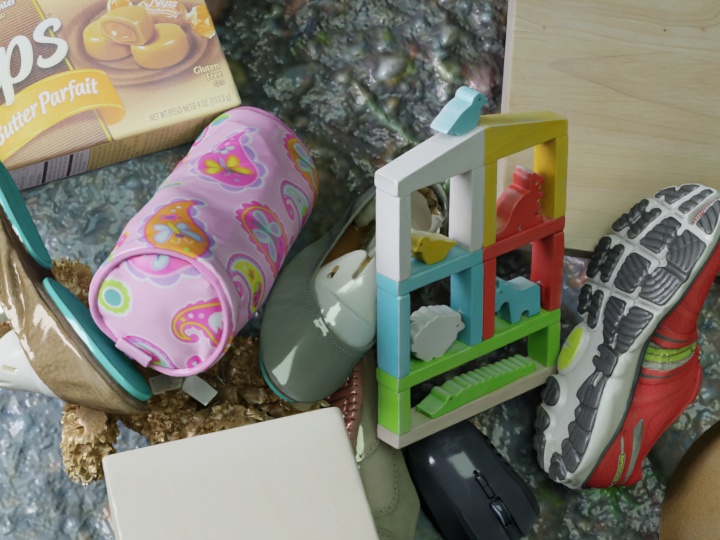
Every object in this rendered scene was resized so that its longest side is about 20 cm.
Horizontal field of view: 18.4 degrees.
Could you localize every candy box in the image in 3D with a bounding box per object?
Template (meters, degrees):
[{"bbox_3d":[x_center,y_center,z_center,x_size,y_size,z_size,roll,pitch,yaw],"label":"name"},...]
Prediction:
[{"bbox_3d":[-0.184,-0.117,1.325,0.200,0.055,0.116,-17,79,-14],"label":"candy box"}]

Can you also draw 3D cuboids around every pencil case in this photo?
[{"bbox_3d":[-0.084,-0.018,1.247,0.087,0.087,0.200,28,29,-2],"label":"pencil case"}]

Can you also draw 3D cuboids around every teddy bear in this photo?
[{"bbox_3d":[-0.116,0.063,1.270,0.200,0.067,0.145,6,62,1],"label":"teddy bear"}]

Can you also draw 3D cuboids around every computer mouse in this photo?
[{"bbox_3d":[0.098,0.166,1.311,0.059,0.034,0.200,-39,85,-18],"label":"computer mouse"}]

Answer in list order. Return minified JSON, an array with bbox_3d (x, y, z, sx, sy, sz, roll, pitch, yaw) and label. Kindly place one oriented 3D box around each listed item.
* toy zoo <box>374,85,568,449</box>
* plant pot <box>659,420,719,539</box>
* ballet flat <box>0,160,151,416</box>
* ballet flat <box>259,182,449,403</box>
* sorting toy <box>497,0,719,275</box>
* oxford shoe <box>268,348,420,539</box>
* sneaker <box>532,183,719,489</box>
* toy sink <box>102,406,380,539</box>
[{"bbox_3d":[0.063,-0.009,1.256,0.131,0.020,0.200,-21,123,-35],"label":"toy zoo"},{"bbox_3d":[0.287,0.145,1.265,0.186,0.200,0.187,2,75,-9],"label":"plant pot"},{"bbox_3d":[-0.191,0.018,1.223,0.072,0.068,0.200,-38,69,4],"label":"ballet flat"},{"bbox_3d":[0.000,0.000,1.274,0.067,0.064,0.200,47,36,-11],"label":"ballet flat"},{"bbox_3d":[0.181,-0.092,1.378,0.200,0.070,0.199,7,74,-9],"label":"sorting toy"},{"bbox_3d":[-0.006,0.115,1.300,0.074,0.071,0.200,21,59,-42],"label":"oxford shoe"},{"bbox_3d":[0.172,0.040,1.310,0.085,0.077,0.200,13,111,-34],"label":"sneaker"},{"bbox_3d":[-0.048,0.192,1.144,0.130,0.112,0.200,-12,55,-9],"label":"toy sink"}]
